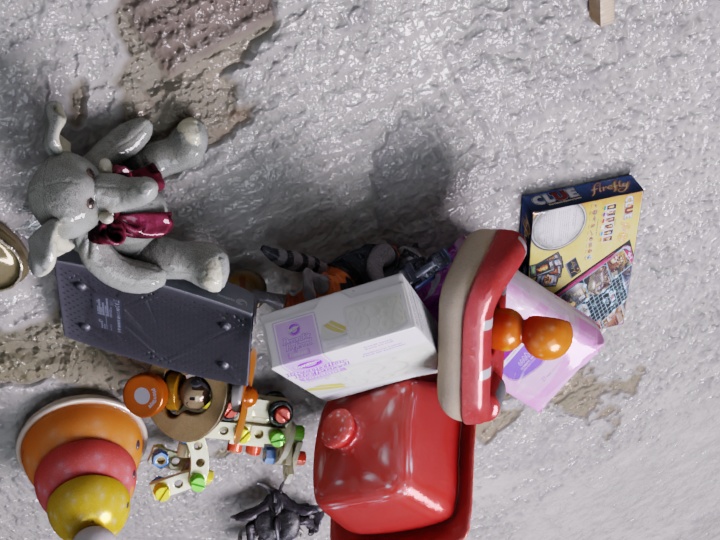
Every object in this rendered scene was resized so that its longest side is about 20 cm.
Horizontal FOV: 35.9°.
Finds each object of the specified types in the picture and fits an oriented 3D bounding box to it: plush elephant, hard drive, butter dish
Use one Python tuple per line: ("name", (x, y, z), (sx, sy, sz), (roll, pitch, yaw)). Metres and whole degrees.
("plush elephant", (-0.226, -0.063, 0.983), (0.198, 0.155, 0.166), (-3, 85, 2))
("hard drive", (-0.200, 0.043, 1.103), (0.198, 0.043, 0.135), (15, 139, 4))
("butter dish", (0.015, 0.194, 1.216), (0.198, 0.201, 0.148), (-15, 146, 36))

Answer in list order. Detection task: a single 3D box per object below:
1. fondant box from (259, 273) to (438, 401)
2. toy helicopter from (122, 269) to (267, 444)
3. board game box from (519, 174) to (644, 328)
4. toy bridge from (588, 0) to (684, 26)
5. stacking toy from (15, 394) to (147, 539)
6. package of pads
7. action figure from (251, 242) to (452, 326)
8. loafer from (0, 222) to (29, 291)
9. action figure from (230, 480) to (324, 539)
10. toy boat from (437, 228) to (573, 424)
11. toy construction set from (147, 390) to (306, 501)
("fondant box", (-0.001, 0.072, 1.112), (0.143, 0.059, 0.200), (-17, 160, 9))
("toy helicopter", (-0.152, 0.093, 1.181), (0.132, 0.079, 0.201), (31, 98, 9))
("board game box", (0.249, -0.008, 1.289), (0.134, 0.035, 0.201), (-11, 130, -11))
("toy bridge", (0.319, -0.299, 1.085), (0.199, 0.027, 0.068), (-18, 130, -6))
("stacking toy", (-0.292, 0.247, 1.189), (0.145, 0.201, 0.147), (-10, 131, -12))
("package of pads", (0.162, 0.062, 1.250), (0.199, 0.076, 0.121), (32, 114, -14))
("action figure", (0.000, 0.000, 1.148), (0.193, 0.105, 0.200), (-11, 161, -41))
("loafer", (-0.397, -0.026, 1.020), (0.199, 0.068, 0.076), (28, 115, -34))
("action figure", (-0.100, 0.346, 1.410), (0.118, 0.102, 0.202), (-7, 104, -4))
("toy boat", (0.150, 0.058, 1.123), (0.130, 0.131, 0.202), (5, 112, 14))
("toy construction set", (-0.141, 0.201, 1.279), (0.199, 0.092, 0.132), (6, 101, -33))
